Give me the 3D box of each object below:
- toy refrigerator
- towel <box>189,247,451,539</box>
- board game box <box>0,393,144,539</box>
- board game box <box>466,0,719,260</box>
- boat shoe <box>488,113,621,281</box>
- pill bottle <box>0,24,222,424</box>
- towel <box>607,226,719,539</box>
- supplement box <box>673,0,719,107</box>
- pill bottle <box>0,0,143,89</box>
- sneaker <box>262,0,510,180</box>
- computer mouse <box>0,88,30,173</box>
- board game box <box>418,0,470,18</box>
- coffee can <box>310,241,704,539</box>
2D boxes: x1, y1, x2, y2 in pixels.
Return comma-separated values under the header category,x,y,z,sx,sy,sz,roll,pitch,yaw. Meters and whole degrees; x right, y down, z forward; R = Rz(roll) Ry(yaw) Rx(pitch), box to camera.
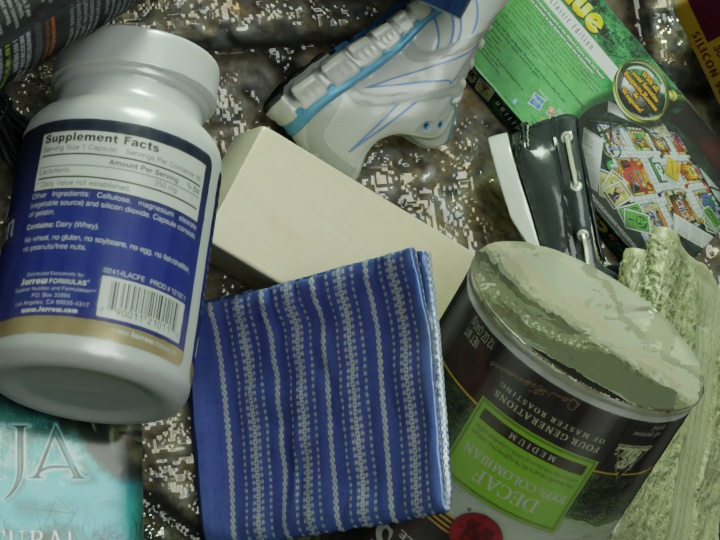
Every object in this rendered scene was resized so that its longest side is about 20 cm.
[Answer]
category,x,y,z,sx,sy,sz,roll,pitch,yaw
toy refrigerator,0.000,0.000,1.474,0.199,0.070,0.076,30,79,-15
towel,-0.029,0.073,1.387,0.024,0.199,0.146,3,77,-43
board game box,-0.218,0.108,1.392,0.198,0.028,0.137,2,79,-21
board game box,0.155,-0.094,1.580,0.105,0.023,0.200,-43,97,-21
boat shoe,0.134,0.004,1.516,0.060,0.076,0.202,-19,90,7
pill bottle,-0.137,-0.026,1.381,0.115,0.116,0.202,15,68,-18
towel,0.187,0.089,1.509,0.148,0.036,0.202,36,61,-51
supplement box,0.311,-0.153,1.549,0.103,0.200,0.132,-23,87,-37
pill bottle,-0.170,-0.173,1.348,0.200,0.106,0.107,-36,93,-32
sneaker,0.041,-0.124,1.514,0.199,0.075,0.087,-36,100,-7
computer mouse,-0.262,-0.038,1.378,0.200,0.044,0.110,-44,135,-18
board game box,0.001,-0.272,1.482,0.199,0.043,0.200,23,58,-5
coffee can,0.079,0.106,1.392,0.145,0.147,0.201,22,116,-16
